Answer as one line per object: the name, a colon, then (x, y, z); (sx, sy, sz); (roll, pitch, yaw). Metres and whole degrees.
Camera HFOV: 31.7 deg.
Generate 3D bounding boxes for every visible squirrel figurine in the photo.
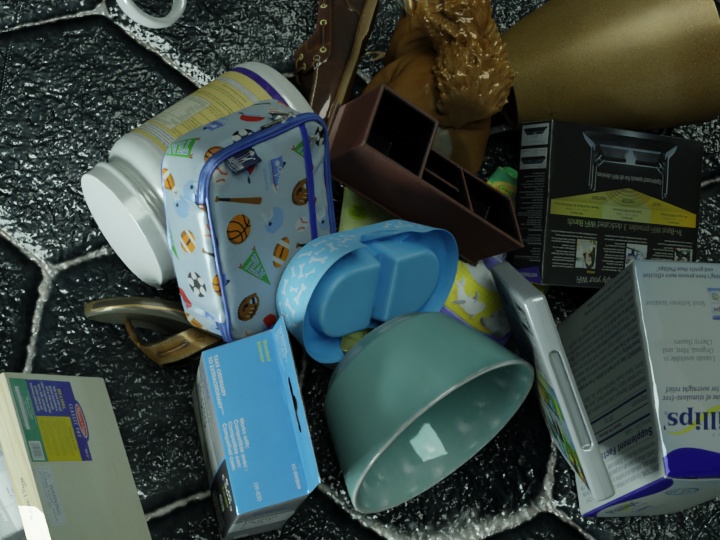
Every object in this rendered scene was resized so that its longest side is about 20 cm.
squirrel figurine: (0.081, -0.205, 1.256); (0.141, 0.200, 0.187); (23, 50, -20)

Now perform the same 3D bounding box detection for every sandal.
sandal: (-0.158, 0.068, 1.167); (0.200, 0.082, 0.055); (19, 73, -13)

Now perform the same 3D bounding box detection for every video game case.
video game case: (0.168, 0.091, 1.130); (0.022, 0.200, 0.183); (-21, 99, 0)

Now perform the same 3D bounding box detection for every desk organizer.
desk organizer: (0.065, -0.087, 1.181); (0.200, 0.077, 0.072); (30, 65, -25)

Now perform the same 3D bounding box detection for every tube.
tube: (0.000, 0.000, 1.239); (0.052, 0.058, 0.200); (-6, 56, 32)

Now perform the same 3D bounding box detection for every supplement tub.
supplement tub: (-0.143, -0.089, 1.188); (0.200, 0.145, 0.145); (-36, 80, -22)

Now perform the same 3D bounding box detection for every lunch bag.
lunch bag: (-0.087, -0.046, 1.100); (0.160, 0.200, 0.075); (-28, 38, -37)

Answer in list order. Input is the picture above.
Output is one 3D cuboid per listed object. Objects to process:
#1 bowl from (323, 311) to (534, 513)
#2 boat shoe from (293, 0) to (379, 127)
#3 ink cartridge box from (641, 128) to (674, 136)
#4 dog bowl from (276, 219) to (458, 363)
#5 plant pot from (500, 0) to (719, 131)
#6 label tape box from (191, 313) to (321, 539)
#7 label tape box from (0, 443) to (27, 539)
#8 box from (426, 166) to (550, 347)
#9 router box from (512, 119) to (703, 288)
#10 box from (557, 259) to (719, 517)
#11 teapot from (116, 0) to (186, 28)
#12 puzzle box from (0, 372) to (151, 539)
bowl: (0.046, 0.114, 1.136); (0.201, 0.201, 0.105); (-30, 63, -21)
boat shoe: (-0.035, -0.212, 1.304); (0.070, 0.070, 0.200); (15, 60, -1)
ink cartridge box: (0.239, -0.176, 1.367); (0.200, 0.037, 0.095); (28, 66, 1)
dog bowl: (0.006, 0.012, 1.140); (0.200, 0.112, 0.050); (-15, 35, -44)
plant pot: (0.237, -0.215, 1.280); (0.200, 0.186, 0.187); (-16, 73, -4)
label tape box: (-0.095, 0.138, 1.079); (0.063, 0.200, 0.144); (-9, 71, -15)
label tape box: (-0.377, 0.196, 1.069); (0.200, 0.066, 0.143); (-28, 78, -22)
box: (0.139, -0.013, 1.274); (0.117, 0.048, 0.200); (37, 64, 4)
router box: (0.246, -0.059, 1.254); (0.200, 0.052, 0.158); (4, 89, -30)
box: (0.275, 0.114, 1.179); (0.105, 0.184, 0.200); (2, 69, -13)
teapot: (-0.164, -0.357, 1.289); (0.200, 0.197, 0.146); (-28, 117, 8)
puzzle box: (-0.240, 0.183, 1.077); (0.025, 0.133, 0.200); (-27, 72, 22)
